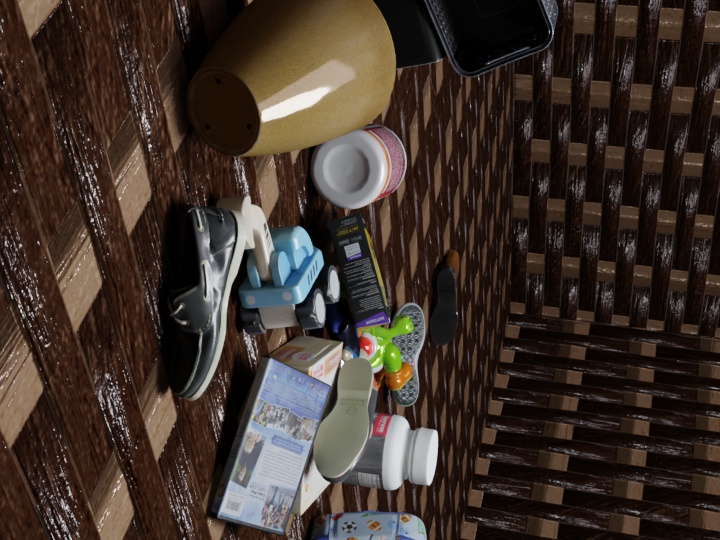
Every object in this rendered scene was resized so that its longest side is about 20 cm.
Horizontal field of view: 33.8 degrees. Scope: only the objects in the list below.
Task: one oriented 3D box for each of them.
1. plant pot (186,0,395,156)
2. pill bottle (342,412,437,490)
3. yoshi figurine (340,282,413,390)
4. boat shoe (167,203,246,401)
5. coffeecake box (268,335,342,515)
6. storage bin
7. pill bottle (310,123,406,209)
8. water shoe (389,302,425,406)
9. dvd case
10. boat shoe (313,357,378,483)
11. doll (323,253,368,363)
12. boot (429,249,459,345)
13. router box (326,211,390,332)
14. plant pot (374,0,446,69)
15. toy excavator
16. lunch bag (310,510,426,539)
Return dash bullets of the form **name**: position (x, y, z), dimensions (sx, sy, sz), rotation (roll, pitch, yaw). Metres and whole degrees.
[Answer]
- **plant pot**: position (-0.087, -0.201, 1.246), dimensions (0.200, 0.184, 0.189), rotation (-41, 138, -50)
- **pill bottle**: position (0.013, 0.268, 1.780), dimensions (0.111, 0.196, 0.113), rotation (5, 90, -76)
- **yoshi figurine**: position (0.018, 0.086, 1.895), dimensions (0.112, 0.111, 0.202), rotation (42, -24, 61)
- **boat shoe**: position (-0.174, 0.033, 1.221), dimensions (0.067, 0.071, 0.204), rotation (8, 96, -40)
- **coffeecake box**: position (-0.083, 0.207, 1.618), dimensions (0.153, 0.072, 0.204), rotation (-29, 125, -72)
- **storage bin**: position (0.148, -0.358, 1.449), dimensions (0.202, 0.133, 0.094), rotation (64, 24, -20)
- **pill bottle**: position (0.005, -0.156, 1.733), dimensions (0.200, 0.111, 0.115), rotation (-31, 127, -72)
- **water shoe**: position (0.080, 0.164, 2.337), dimensions (0.079, 0.070, 0.204), rotation (177, -81, -76)
- **dvd case**: position (-0.108, 0.220, 1.471), dimensions (0.142, 0.017, 0.203), rotation (32, 73, -53)
- **boat shoe**: position (-0.017, 0.211, 1.607), dimensions (0.202, 0.070, 0.063), rotation (-76, 167, -45)
- **doll**: position (-0.028, 0.080, 1.754), dimensions (0.138, 0.048, 0.202), rotation (-102, 177, -50)
- **boot**: position (0.201, 0.063, 2.810), dimensions (0.200, 0.067, 0.192), rotation (-59, 145, -76)
- **router box**: position (0.000, 0.000, 1.719), dimensions (0.200, 0.051, 0.160), rotation (-56, 130, -88)
- **plant pot**: position (0.016, -0.363, 1.546), dimensions (0.200, 0.196, 0.180), rotation (-54, 136, -63)
- **toy excavator**: position (-0.110, -0.018, 1.403), dimensions (0.195, 0.098, 0.203), rotation (-62, 142, -61)
- **lunch bag**: position (0.017, 0.464, 1.890), dimensions (0.076, 0.196, 0.163), rotation (-78, 167, -56)
